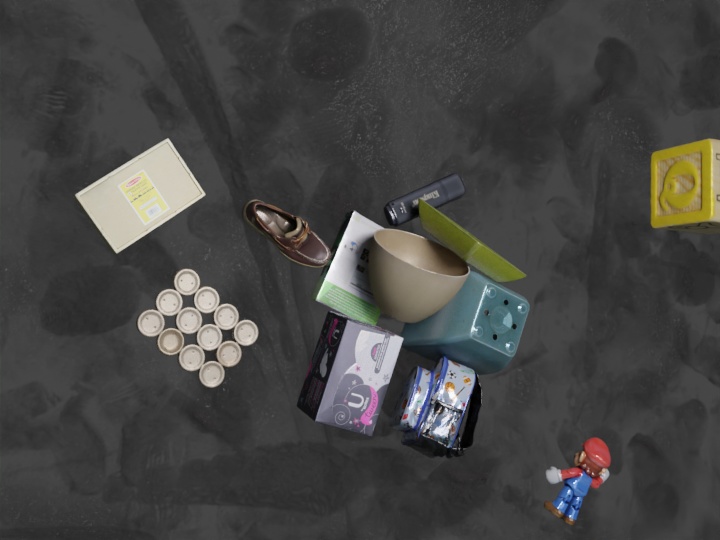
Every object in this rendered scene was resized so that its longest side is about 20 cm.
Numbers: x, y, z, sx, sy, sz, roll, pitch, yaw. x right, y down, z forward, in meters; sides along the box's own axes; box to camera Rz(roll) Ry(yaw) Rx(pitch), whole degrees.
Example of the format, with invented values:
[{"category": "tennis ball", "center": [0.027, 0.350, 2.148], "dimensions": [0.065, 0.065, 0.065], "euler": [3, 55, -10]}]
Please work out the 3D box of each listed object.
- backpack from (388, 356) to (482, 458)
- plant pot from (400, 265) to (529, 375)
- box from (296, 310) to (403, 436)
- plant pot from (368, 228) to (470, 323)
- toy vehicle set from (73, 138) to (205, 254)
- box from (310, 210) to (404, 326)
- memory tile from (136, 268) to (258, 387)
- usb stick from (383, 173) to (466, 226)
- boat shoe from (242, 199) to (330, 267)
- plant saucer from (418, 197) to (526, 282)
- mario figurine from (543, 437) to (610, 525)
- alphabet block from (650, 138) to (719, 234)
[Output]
[{"category": "backpack", "center": [0.151, 0.269, 1.645], "dimensions": [0.154, 0.200, 0.191], "euler": [32, 73, -6]}, {"category": "plant pot", "center": [0.233, 0.100, 1.676], "dimensions": [0.195, 0.200, 0.197], "euler": [25, 76, -23]}, {"category": "box", "center": [-0.019, 0.198, 1.578], "dimensions": [0.131, 0.115, 0.201], "euler": [19, 90, -23]}, {"category": "plant pot", "center": [0.096, 0.022, 1.599], "dimensions": [0.199, 0.200, 0.135], "euler": [12, 111, -25]}, {"category": "toy vehicle set", "center": [-0.396, -0.135, 1.478], "dimensions": [0.200, 0.026, 0.125], "euler": [-37, 103, -23]}, {"category": "box", "center": [0.000, 0.000, 1.660], "dimensions": [0.144, 0.036, 0.201], "euler": [29, 74, -22]}, {"category": "memory tile", "center": [-0.301, 0.108, 1.518], "dimensions": [0.200, 0.017, 0.154], "euler": [44, 71, -18]}, {"category": "usb stick", "center": [0.138, -0.150, 1.735], "dimensions": [0.199, 0.033, 0.056], "euler": [-25, 99, -24]}, {"category": "boat shoe", "center": [-0.134, -0.071, 1.576], "dimensions": [0.200, 0.072, 0.072], "euler": [37, 73, -19]}, {"category": "plant saucer", "center": [0.216, -0.050, 1.663], "dimensions": [0.200, 0.200, 0.048], "euler": [28, 101, -46]}, {"category": "mario figurine", "center": [0.494, 0.470, 1.867], "dimensions": [0.201, 0.106, 0.123], "euler": [-57, 146, -6]}, {"category": "alphabet block", "center": [0.850, -0.199, 1.996], "dimensions": [0.199, 0.195, 0.198], "euler": [4, 84, -27]}]
